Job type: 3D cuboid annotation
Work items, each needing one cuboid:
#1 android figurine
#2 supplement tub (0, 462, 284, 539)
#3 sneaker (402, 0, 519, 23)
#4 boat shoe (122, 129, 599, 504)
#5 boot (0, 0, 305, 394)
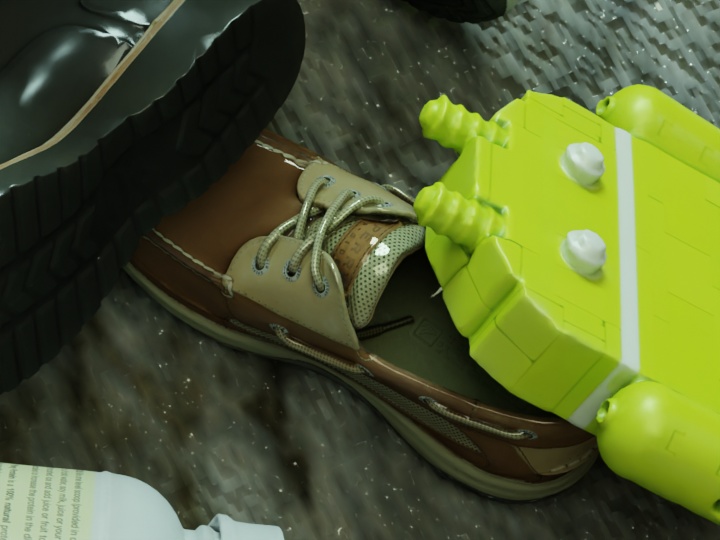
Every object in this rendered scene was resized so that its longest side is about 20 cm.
[{"bbox_3d":[0.101,0.009,0.797,0.200,0.041,0.182,29,36,-16],"label":"android figurine"},{"bbox_3d":[-0.127,0.125,0.710,0.200,0.145,0.145,6,71,-7],"label":"supplement tub"},{"bbox_3d":[0.000,-0.174,0.867,0.077,0.076,0.200,-34,79,-18],"label":"sneaker"},{"bbox_3d":[0.000,0.000,0.810,0.200,0.074,0.076,30,70,2],"label":"boat shoe"},{"bbox_3d":[-0.132,-0.043,0.767,0.138,0.078,0.200,30,53,27],"label":"boot"}]
